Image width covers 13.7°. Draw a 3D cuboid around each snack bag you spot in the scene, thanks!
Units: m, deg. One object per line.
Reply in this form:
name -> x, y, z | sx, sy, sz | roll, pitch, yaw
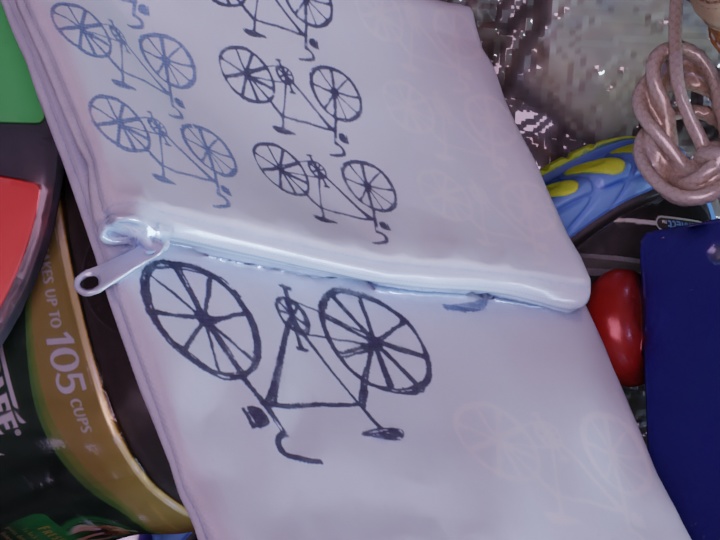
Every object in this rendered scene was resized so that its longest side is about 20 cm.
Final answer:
snack bag -> 0.000, 0.000, 0.780 | 0.021, 0.188, 0.201 | -40, 57, 33

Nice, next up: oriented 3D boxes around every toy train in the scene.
toy train -> 0.125, 0.019, 0.880 | 0.084, 0.116, 0.201 | -10, 70, 28

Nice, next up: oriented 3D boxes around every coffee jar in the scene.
coffee jar -> -0.111, 0.041, 0.832 | 0.199, 0.085, 0.105 | -23, 66, 16

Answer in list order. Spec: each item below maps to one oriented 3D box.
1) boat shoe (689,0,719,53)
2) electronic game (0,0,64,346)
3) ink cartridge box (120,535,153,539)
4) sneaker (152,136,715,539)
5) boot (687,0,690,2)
boat shoe -> 0.146, -0.146, 0.827 | 0.074, 0.068, 0.201 | 6, 72, 45
electronic game -> -0.170, -0.038, 0.750 | 0.199, 0.042, 0.201 | 2, 85, -21
ink cartridge box -> -0.095, 0.027, 0.922 | 0.199, 0.041, 0.201 | 14, 90, 2
sneaker -> 0.028, 0.036, 0.892 | 0.199, 0.071, 0.083 | -31, 99, -14
boot -> 0.100, -0.129, 0.887 | 0.200, 0.097, 0.075 | 39, 91, 3
